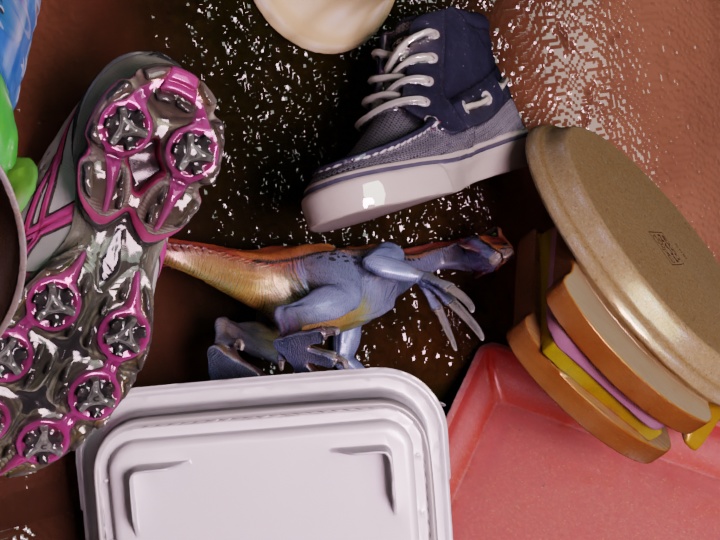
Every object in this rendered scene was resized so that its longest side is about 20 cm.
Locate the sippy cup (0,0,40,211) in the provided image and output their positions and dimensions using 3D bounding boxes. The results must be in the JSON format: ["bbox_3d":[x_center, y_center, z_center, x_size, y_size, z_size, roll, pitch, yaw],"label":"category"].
[{"bbox_3d":[-0.190,-0.101,0.730,0.139,0.178,0.131,18,45,-4],"label":"sippy cup"}]

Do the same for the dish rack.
[{"bbox_3d":[-0.039,0.151,0.816,0.170,0.044,0.202,-5,100,-2],"label":"dish rack"}]

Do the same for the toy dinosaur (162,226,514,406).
[{"bbox_3d":[0.000,0.000,0.904,0.200,0.105,0.182,51,38,-9],"label":"toy dinosaur"}]

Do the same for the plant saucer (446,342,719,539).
[{"bbox_3d":[0.122,0.146,0.927,0.037,0.198,0.201,97,17,-45],"label":"plant saucer"}]

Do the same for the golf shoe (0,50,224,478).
[{"bbox_3d":[-0.125,-0.003,0.810,0.072,0.092,0.201,26,94,-23],"label":"golf shoe"}]

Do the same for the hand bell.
[{"bbox_3d":[0.038,-0.171,0.870,0.104,0.199,0.105,3,85,-37],"label":"hand bell"}]

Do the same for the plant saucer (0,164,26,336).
[{"bbox_3d":[-0.223,-0.026,0.682,0.200,0.200,0.032,41,32,-28],"label":"plant saucer"}]

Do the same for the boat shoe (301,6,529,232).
[{"bbox_3d":[0.020,-0.080,0.912,0.200,0.074,0.093,-22,95,-63],"label":"boat shoe"}]

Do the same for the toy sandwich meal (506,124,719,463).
[{"bbox_3d":[0.137,0.012,0.953,0.205,0.070,0.206,42,23,-22],"label":"toy sandwich meal"}]
